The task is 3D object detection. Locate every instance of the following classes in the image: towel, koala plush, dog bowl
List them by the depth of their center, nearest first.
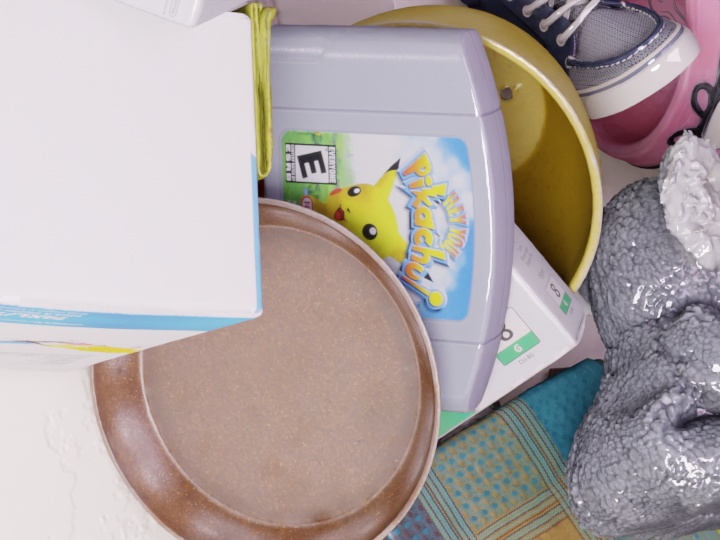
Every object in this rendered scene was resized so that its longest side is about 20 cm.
[{"bbox_3d":[-0.082,-0.079,1.116,0.018,0.200,0.087,-2,87,-23],"label":"towel"},{"bbox_3d":[0.180,0.036,1.197,0.182,0.177,0.202,-8,74,-22],"label":"koala plush"},{"bbox_3d":[0.105,0.145,1.213,0.199,0.022,0.147,-26,81,-36],"label":"towel"},{"bbox_3d":[0.191,-0.153,1.346,0.073,0.200,0.202,-3,82,-23],"label":"dog bowl"}]

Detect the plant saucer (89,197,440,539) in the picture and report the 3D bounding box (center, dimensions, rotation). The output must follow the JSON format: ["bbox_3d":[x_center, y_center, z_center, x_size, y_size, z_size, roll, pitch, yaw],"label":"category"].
[{"bbox_3d":[-0.047,0.059,1.137,0.034,0.199,0.202,-26,97,-67],"label":"plant saucer"}]

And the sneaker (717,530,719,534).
[{"bbox_3d":[0.290,0.142,1.437,0.105,0.075,0.201,40,66,-37],"label":"sneaker"}]

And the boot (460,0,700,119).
[{"bbox_3d":[0.120,-0.146,1.286,0.073,0.200,0.091,-42,107,-15],"label":"boot"}]

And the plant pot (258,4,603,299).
[{"bbox_3d":[0.049,-0.070,1.236,0.201,0.199,0.142,55,26,-14],"label":"plant pot"}]

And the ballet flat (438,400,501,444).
[{"bbox_3d":[0.069,0.136,1.248,0.067,0.064,0.202,15,61,-23],"label":"ballet flat"}]

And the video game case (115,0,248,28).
[{"bbox_3d":[-0.130,-0.172,1.055,0.200,0.181,0.022,-48,157,-69],"label":"video game case"}]

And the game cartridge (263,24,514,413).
[{"bbox_3d":[0.014,-0.027,1.131,0.040,0.132,0.202,-32,122,-67],"label":"game cartridge"}]

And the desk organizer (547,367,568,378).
[{"bbox_3d":[0.140,0.154,1.307,0.072,0.076,0.201,55,42,-40],"label":"desk organizer"}]

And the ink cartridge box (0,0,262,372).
[{"bbox_3d":[-0.161,-0.037,1.049,0.145,0.199,0.148,4,78,-34],"label":"ink cartridge box"}]

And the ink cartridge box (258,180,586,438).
[{"bbox_3d":[0.000,0.000,1.176,0.200,0.161,0.050,48,27,-13],"label":"ink cartridge box"}]
